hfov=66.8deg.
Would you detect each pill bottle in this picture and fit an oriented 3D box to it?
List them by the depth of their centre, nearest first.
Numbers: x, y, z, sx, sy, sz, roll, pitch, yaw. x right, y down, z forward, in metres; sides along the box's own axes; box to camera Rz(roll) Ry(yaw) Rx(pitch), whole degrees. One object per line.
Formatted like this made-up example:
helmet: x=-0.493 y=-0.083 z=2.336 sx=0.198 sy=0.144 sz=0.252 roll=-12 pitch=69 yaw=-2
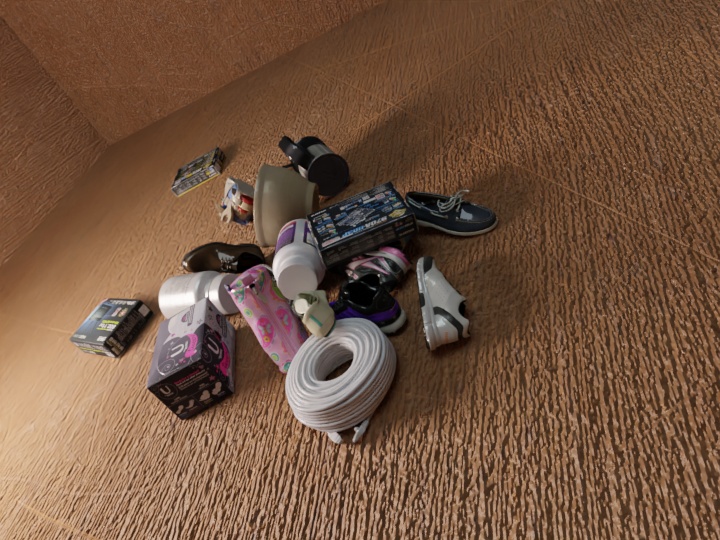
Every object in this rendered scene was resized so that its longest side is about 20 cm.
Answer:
pill bottle: x=-0.129 y=-0.022 z=1.160 sx=0.110 sy=0.112 sz=0.201 roll=-26 pitch=26 yaw=10
pill bottle: x=-0.366 y=0.061 z=1.277 sx=0.198 sy=0.115 sz=0.115 roll=-7 pitch=42 yaw=33

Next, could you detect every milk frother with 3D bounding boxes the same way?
milk frother: x=-0.153 y=-0.253 z=1.493 sx=0.188 sy=0.178 sz=0.203 roll=51 pitch=128 yaw=57

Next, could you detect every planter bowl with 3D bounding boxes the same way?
planter bowl: x=-0.172 y=-0.154 z=1.335 sx=0.132 sy=0.202 sz=0.202 roll=3 pitch=42 yaw=4

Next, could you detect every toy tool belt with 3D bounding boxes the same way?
toy tool belt: x=-0.356 y=-0.181 z=1.588 sx=0.124 sy=0.124 sz=0.200 roll=-61 pitch=27 yaw=16

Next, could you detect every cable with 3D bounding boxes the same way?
cable: x=-0.037 y=0.169 z=0.908 sx=0.198 sy=0.070 sz=0.201 roll=9 pitch=53 yaw=46

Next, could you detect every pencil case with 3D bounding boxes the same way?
pencil case: x=-0.161 y=0.088 z=0.996 sx=0.087 sy=0.202 sz=0.088 roll=-26 pitch=17 yaw=9

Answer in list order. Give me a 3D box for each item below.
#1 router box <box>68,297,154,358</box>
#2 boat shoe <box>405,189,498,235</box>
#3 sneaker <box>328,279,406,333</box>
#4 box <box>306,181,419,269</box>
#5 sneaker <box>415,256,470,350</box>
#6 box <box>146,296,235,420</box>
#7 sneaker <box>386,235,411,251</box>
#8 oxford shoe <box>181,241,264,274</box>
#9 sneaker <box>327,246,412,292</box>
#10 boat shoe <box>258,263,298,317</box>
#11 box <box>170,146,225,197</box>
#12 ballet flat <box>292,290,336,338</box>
router box: x=-0.668 y=0.150 z=1.464 sx=0.198 sy=0.062 sz=0.151 roll=-2 pitch=47 yaw=38
boat shoe: x=0.176 y=-0.122 z=1.082 sx=0.198 sy=0.062 sz=0.075 roll=18 pitch=49 yaw=38
sneaker: x=-0.016 y=0.058 z=0.996 sx=0.198 sy=0.100 sz=0.070 roll=-6 pitch=42 yaw=39
box: x=-0.001 y=-0.096 z=1.094 sx=0.198 sy=0.046 sz=0.160 roll=-23 pitch=35 yaw=-3
sneaker: x=0.137 y=0.050 z=0.925 sx=0.079 sy=0.074 sz=0.202 roll=-11 pitch=42 yaw=7
box: x=-0.338 y=0.173 z=1.114 sx=0.131 sy=0.115 sz=0.201 roll=-29 pitch=35 yaw=8
sneaker: x=0.033 y=-0.081 z=1.174 sx=0.198 sy=0.079 sz=0.090 roll=15 pitch=43 yaw=40
oxford shoe: x=-0.326 y=-0.026 z=1.315 sx=0.197 sy=0.074 sz=0.084 roll=-9 pitch=24 yaw=-21
sneaker: x=0.000 y=0.000 z=1.081 sx=0.198 sy=0.081 sz=0.087 roll=0 pitch=51 yaw=43
boat shoe: x=-0.189 y=0.047 z=1.183 sx=0.072 sy=0.071 sz=0.200 roll=-40 pitch=35 yaw=-10
box: x=-0.619 y=-0.378 z=2.087 sx=0.198 sy=0.050 sz=0.161 roll=-25 pitch=37 yaw=13
ballet flat: x=-0.089 y=0.065 z=0.971 sx=0.069 sy=0.070 sz=0.200 roll=-38 pitch=14 yaw=-7
